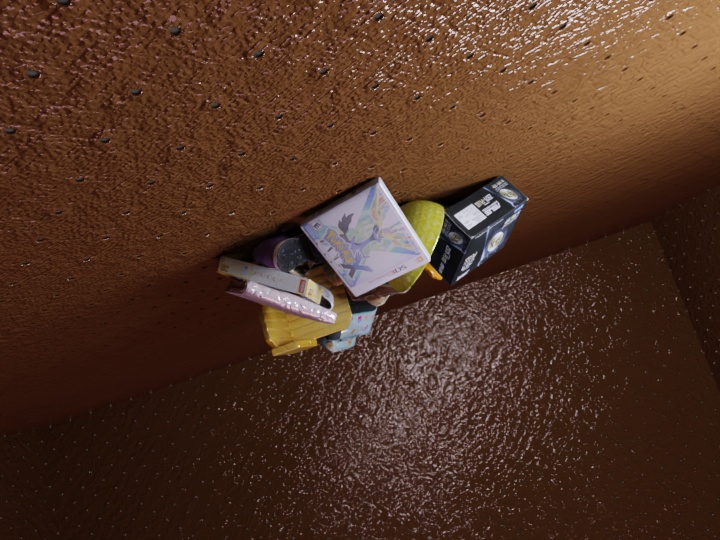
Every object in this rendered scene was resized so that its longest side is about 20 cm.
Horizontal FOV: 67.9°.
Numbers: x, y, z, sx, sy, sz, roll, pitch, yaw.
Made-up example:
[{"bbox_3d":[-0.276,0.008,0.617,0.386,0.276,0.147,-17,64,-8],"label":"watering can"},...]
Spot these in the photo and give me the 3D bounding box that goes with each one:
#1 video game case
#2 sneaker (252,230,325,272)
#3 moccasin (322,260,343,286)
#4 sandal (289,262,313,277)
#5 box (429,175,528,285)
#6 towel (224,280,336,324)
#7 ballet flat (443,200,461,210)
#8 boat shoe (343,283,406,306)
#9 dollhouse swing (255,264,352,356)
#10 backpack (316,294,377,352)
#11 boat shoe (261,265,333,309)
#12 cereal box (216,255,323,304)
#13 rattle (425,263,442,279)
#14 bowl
[{"bbox_3d":[0.011,-0.055,1.015,0.178,0.201,0.022,-25,-148,22],"label":"video game case"},{"bbox_3d":[-0.137,-0.052,1.080,0.085,0.079,0.198,10,-167,29],"label":"sneaker"},{"bbox_3d":[0.001,-0.001,1.195,0.073,0.079,0.199,-37,163,30],"label":"moccasin"},{"bbox_3d":[-0.131,-0.034,1.186,0.070,0.077,0.212,-51,176,1],"label":"sandal"},{"bbox_3d":[0.258,-0.089,1.188,0.197,0.086,0.166,-32,154,-29],"label":"box"},{"bbox_3d":[-0.167,0.062,1.094,0.195,0.033,0.190,21,171,-25],"label":"towel"},{"bbox_3d":[0.217,-0.124,1.271,0.194,0.069,0.068,-16,173,-18],"label":"ballet flat"},{"bbox_3d":[0.041,0.043,1.284,0.196,0.076,0.075,2,-155,46],"label":"boat shoe"},{"bbox_3d":[-0.136,0.080,1.305,0.171,0.207,0.181,-20,169,15],"label":"dollhouse swing"},{"bbox_3d":[-0.057,0.126,1.493,0.196,0.158,0.173,-13,-148,-44],"label":"backpack"},{"bbox_3d":[-0.148,0.040,1.236,0.195,0.073,0.069,22,-177,-13],"label":"boat shoe"},{"bbox_3d":[-0.183,0.021,1.115,0.193,0.041,0.144,16,172,10],"label":"cereal box"},{"bbox_3d":[0.096,-0.001,1.429,0.197,0.145,0.131,-34,-153,2],"label":"rattle"},{"bbox_3d":[0.084,-0.070,1.136,0.105,0.205,0.200,26,158,-9],"label":"bowl"}]
